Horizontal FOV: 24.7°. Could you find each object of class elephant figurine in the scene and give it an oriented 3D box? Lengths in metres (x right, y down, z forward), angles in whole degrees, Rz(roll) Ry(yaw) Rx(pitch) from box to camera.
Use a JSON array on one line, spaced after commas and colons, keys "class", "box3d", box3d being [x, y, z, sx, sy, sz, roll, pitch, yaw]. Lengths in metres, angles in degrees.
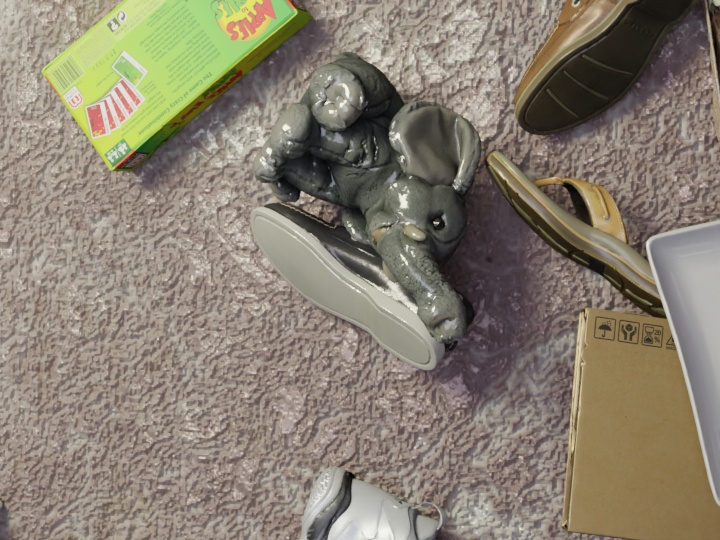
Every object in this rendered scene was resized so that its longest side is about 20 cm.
[{"class": "elephant figurine", "box3d": [0.027, -0.060, 1.236, 0.199, 0.142, 0.156, 37, 85, -1]}]

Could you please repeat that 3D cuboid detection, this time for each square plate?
[{"class": "square plate", "box3d": [0.320, 0.051, 1.197, 0.198, 0.028, 0.200, -14, 85, -11]}]

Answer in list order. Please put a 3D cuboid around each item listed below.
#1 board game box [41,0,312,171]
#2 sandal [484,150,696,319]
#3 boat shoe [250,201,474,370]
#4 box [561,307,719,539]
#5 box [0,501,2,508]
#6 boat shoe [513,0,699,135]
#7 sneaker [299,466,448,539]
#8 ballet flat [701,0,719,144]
[{"class": "board game box", "box3d": [-0.148, -0.182, 1.321, 0.199, 0.048, 0.102, -38, 85, 13]}, {"class": "sandal", "box3d": [0.179, -0.032, 1.241, 0.199, 0.080, 0.054, 35, 84, 7]}, {"class": "boat shoe", "box3d": [0.000, 0.000, 1.289, 0.199, 0.074, 0.060, 33, 59, 25]}, {"class": "box", "box3d": [0.249, 0.122, 1.201, 0.198, 0.021, 0.166, 8, 80, -9]}, {"class": "box", "box3d": [-0.431, 0.172, 1.329, 0.131, 0.199, 0.200, -41, 84, 12]}, {"class": "boat shoe", "box3d": [0.187, -0.187, 1.237, 0.200, 0.072, 0.068, -44, 43, 24]}, {"class": "sneaker", "box3d": [0.002, 0.264, 1.294, 0.114, 0.075, 0.202, 12, 92, 15]}, {"class": "ballet flat", "box3d": [0.285, -0.181, 1.208, 0.067, 0.067, 0.203, -8, 91, 13]}]
